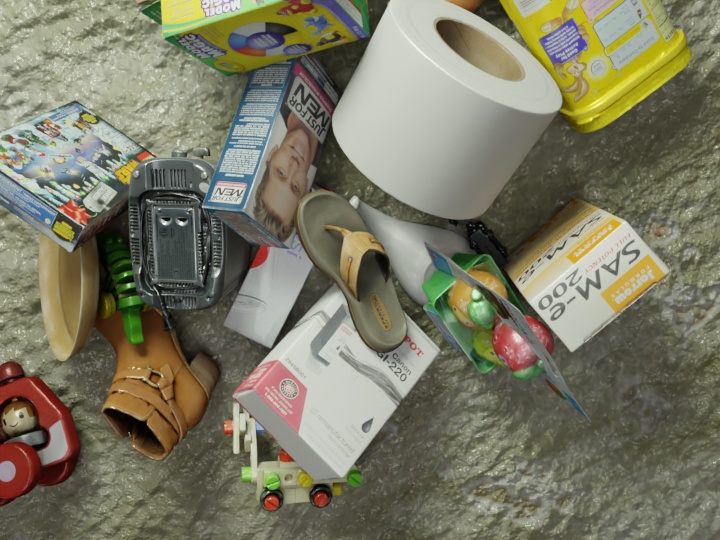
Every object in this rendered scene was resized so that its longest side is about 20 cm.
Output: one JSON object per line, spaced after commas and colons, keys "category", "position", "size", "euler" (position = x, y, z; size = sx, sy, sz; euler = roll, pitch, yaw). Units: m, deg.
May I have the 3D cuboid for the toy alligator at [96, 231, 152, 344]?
{"category": "toy alligator", "position": [-0.286, -0.011, 0.876], "size": [0.054, 0.059, 0.201], "euler": [-44, 64, 42]}

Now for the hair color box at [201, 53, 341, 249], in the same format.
{"category": "hair color box", "position": [-0.091, -0.136, 0.816], "size": [0.060, 0.100, 0.201], "euler": [8, 73, 29]}

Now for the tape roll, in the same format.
{"category": "tape roll", "position": [0.088, -0.171, 0.777], "size": [0.202, 0.203, 0.139], "euler": [30, 126, -4]}

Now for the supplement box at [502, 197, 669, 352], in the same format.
{"category": "supplement box", "position": [0.236, -0.004, 0.826], "size": [0.126, 0.200, 0.074], "euler": [-42, 98, 9]}

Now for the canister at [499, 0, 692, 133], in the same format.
{"category": "canister", "position": [0.245, -0.274, 0.805], "size": [0.148, 0.087, 0.200], "euler": [-36, 112, 7]}

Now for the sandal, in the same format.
{"category": "sandal", "position": [0.000, 0.000, 0.824], "size": [0.081, 0.054, 0.201], "euler": [-30, 97, -30]}

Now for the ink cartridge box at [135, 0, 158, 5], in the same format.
{"category": "ink cartridge box", "position": [-0.109, -0.327, 0.755], "size": [0.199, 0.165, 0.076], "euler": [-6, 102, 30]}

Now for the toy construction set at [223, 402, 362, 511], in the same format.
{"category": "toy construction set", "position": [-0.077, 0.226, 0.940], "size": [0.198, 0.092, 0.132], "euler": [3, 102, 1]}

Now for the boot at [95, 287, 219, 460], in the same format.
{"category": "boot", "position": [-0.271, 0.121, 0.884], "size": [0.200, 0.156, 0.077], "euler": [45, 119, -11]}

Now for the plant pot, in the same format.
{"category": "plant pot", "position": [-0.340, 0.004, 0.873], "size": [0.027, 0.200, 0.202], "euler": [-2, 105, -35]}

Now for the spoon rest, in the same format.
{"category": "spoon rest", "position": [0.059, -0.027, 0.909], "size": [0.199, 0.061, 0.100], "euler": [34, 102, -19]}

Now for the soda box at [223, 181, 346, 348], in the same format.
{"category": "soda box", "position": [-0.091, -0.012, 0.906], "size": [0.068, 0.063, 0.201], "euler": [27, 101, -3]}

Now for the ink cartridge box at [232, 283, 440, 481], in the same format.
{"category": "ink cartridge box", "position": [-0.024, 0.118, 0.868], "size": [0.146, 0.085, 0.200], "euler": [46, 60, -7]}

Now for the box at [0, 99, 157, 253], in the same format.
{"category": "box", "position": [-0.316, -0.111, 0.823], "size": [0.137, 0.200, 0.040], "euler": [35, 118, -6]}

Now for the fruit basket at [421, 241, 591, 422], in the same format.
{"category": "fruit basket", "position": [0.151, 0.069, 0.821], "size": [0.094, 0.200, 0.186], "euler": [-38, 122, 0]}

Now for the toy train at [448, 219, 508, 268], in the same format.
{"category": "toy train", "position": [0.109, -0.084, 0.893], "size": [0.034, 0.046, 0.200], "euler": [-38, 101, 17]}

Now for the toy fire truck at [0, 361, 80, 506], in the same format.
{"category": "toy fire truck", "position": [-0.465, 0.211, 0.952], "size": [0.199, 0.112, 0.169], "euler": [-22, 82, 5]}

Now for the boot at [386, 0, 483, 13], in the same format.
{"category": "boot", "position": [0.073, -0.370, 0.820], "size": [0.155, 0.077, 0.201], "euler": [-30, 93, 3]}

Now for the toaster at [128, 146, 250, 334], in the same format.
{"category": "toaster", "position": [-0.190, -0.040, 0.865], "size": [0.113, 0.129, 0.202], "euler": [1, 102, 11]}

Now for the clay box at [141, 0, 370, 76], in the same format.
{"category": "clay box", "position": [-0.103, -0.245, 0.738], "size": [0.199, 0.115, 0.048], "euler": [-10, 81, 23]}
